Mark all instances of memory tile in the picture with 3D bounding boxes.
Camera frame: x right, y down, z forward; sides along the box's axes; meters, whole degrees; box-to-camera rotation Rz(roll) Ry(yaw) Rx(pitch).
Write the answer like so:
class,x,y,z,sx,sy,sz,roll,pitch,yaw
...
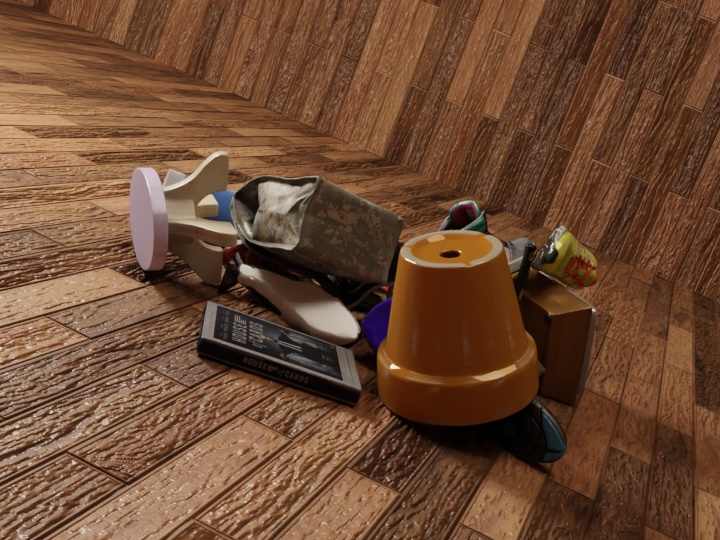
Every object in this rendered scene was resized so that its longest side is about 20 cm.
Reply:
class,x,y,z,sx,sy,sz,roll,pitch,yaw
memory tile,-0.024,0.021,1.859,0.152,0.017,0.200,13,16,-33

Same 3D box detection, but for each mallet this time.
class,x,y,z,sx,sy,sz,roll,pitch,yaw
mallet,0.218,0.059,1.687,0.065,0.202,0.041,-4,19,-38

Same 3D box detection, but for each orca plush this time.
class,x,y,z,sx,sy,sz,roll,pitch,yaw
orca plush,-0.096,0.057,1.537,0.198,0.071,0.106,16,57,-6

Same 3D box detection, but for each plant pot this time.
class,x,y,z,sx,sy,sz,roll,pitch,yaw
plant pot,0.114,0.058,1.382,0.198,0.185,0.201,-4,21,2

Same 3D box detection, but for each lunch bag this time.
class,x,y,z,sx,sy,sz,roll,pitch,yaw
lunch bag,-0.070,-0.055,1.569,0.163,0.119,0.199,24,-9,-36

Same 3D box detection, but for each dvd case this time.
class,x,y,z,sx,sy,sz,roll,pitch,yaw
dvd case,-0.099,0.098,1.388,0.198,0.025,0.150,20,12,-10

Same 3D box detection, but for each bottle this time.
class,x,y,z,sx,sy,sz,roll,pitch,yaw
bottle,0.077,0.089,1.578,0.200,0.083,0.066,25,33,-61

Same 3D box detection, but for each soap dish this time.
class,x,y,z,sx,sy,sz,roll,pitch,yaw
soap dish,0.270,0.093,1.755,0.080,0.159,0.200,-4,22,-25

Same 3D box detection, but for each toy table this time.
class,x,y,z,sx,sy,sz,roll,pitch,yaw
toy table,-0.241,-0.072,1.552,0.116,0.185,0.200,-1,32,-19

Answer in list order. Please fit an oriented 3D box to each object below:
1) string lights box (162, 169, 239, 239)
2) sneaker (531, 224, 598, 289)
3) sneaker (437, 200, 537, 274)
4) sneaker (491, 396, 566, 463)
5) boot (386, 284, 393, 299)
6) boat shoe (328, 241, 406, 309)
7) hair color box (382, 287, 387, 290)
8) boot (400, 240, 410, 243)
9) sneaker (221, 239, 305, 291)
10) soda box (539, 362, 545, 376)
class,x,y,z,sx,sy,sz,roll,pitch,yaw
string lights box,-0.218,-0.084,1.788,0.198,0.060,0.103,19,-18,-13
sneaker,0.325,-0.012,1.756,0.090,0.079,0.200,38,12,17
sneaker,0.181,-0.048,1.703,0.083,0.122,0.199,-6,13,46
sneaker,0.197,0.175,1.443,0.081,0.074,0.200,11,17,-41
boot,0.094,0.064,1.702,0.199,0.107,0.076,12,49,-45
boat shoe,0.000,0.000,1.641,0.060,0.199,0.076,29,49,-34
hair color box,0.107,0.021,1.970,0.199,0.065,0.111,27,14,28
boot,0.076,-0.009,1.770,0.198,0.073,0.166,1,-12,-31
sneaker,-0.151,-0.012,1.679,0.081,0.079,0.200,18,3,23
soda box,0.173,0.084,1.604,0.200,0.064,0.068,49,-1,-27
